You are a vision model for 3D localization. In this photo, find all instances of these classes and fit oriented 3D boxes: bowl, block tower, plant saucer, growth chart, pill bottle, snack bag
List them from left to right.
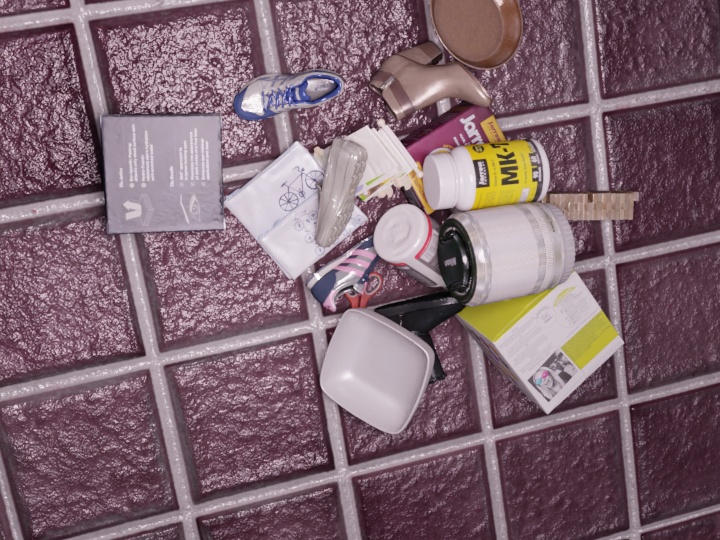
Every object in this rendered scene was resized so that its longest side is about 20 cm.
[{"bbox_3d":[-0.118,-0.110,1.599,0.188,0.021,0.200,-38,107,8],"label":"snack bag"},{"bbox_3d":[0.004,-0.186,1.574,0.200,0.018,0.145,-18,114,34],"label":"growth chart"},{"bbox_3d":[0.038,0.179,1.628,0.199,0.075,0.201,30,114,21],"label":"bowl"},{"bbox_3d":[0.121,-0.035,1.611,0.200,0.111,0.111,31,92,-48],"label":"pill bottle"},{"bbox_3d":[0.204,-0.459,1.601,0.200,0.037,0.201,3,84,-25],"label":"plant saucer"},{"bbox_3d":[0.217,-0.164,1.534,0.199,0.114,0.115,-8,102,-14],"label":"pill bottle"},{"bbox_3d":[0.445,-0.128,1.735,0.199,0.054,0.058,-3,102,-13],"label":"block tower"}]

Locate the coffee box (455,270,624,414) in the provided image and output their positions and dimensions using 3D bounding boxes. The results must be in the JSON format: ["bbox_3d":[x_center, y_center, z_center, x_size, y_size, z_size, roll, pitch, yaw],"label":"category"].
[{"bbox_3d":[0.330,0.104,1.664,0.200,0.200,0.198,-41,113,-3],"label":"coffee box"}]

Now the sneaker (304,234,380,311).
[{"bbox_3d":[0.000,0.000,1.626,0.200,0.070,0.082,-35,78,-8],"label":"sneaker"}]

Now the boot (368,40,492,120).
[{"bbox_3d":[0.117,-0.319,1.570,0.146,0.070,0.200,-39,63,-7],"label":"boot"}]

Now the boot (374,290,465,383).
[{"bbox_3d":[0.126,0.132,1.667,0.198,0.073,0.163,-14,96,17],"label":"boot"}]

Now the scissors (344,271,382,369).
[{"bbox_3d":[-0.013,0.087,1.685,0.073,0.014,0.201,13,98,-18],"label":"scissors"}]

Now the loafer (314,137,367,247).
[{"bbox_3d":[-0.046,-0.137,1.558,0.070,0.070,0.201,28,113,22],"label":"loafer"}]

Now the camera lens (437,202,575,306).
[{"bbox_3d":[0.242,-0.030,1.503,0.199,0.160,0.161,-10,102,-18],"label":"camera lens"}]

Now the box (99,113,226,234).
[{"bbox_3d":[-0.336,-0.169,1.502,0.199,0.117,0.198,-3,101,-14],"label":"box"}]

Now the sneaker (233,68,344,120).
[{"bbox_3d":[-0.125,-0.314,1.544,0.199,0.088,0.076,-19,106,-8],"label":"sneaker"}]

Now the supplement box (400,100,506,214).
[{"bbox_3d":[0.161,-0.211,1.624,0.200,0.103,0.131,-34,106,-6],"label":"supplement box"}]
